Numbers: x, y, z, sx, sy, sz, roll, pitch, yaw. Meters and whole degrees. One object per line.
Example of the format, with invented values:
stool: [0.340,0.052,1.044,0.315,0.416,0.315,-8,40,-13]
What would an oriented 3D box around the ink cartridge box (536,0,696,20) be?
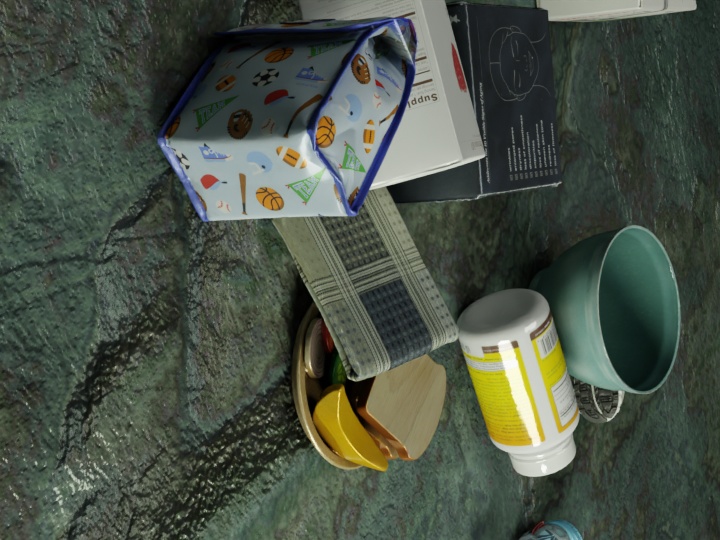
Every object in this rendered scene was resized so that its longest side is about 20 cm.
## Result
ink cartridge box: [0.331,-0.370,1.980,0.199,0.144,0.085,-14,100,-56]

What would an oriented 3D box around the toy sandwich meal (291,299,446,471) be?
toy sandwich meal: [0.009,0.106,1.502,0.204,0.070,0.208,8,81,-57]

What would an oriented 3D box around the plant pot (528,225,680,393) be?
plant pot: [0.286,0.051,1.877,0.199,0.133,0.203,7,81,-50]

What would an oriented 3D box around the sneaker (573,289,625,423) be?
sneaker: [0.313,0.095,1.994,0.079,0.073,0.203,1,91,-68]

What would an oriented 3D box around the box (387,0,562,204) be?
box: [0.117,-0.180,1.649,0.196,0.123,0.203,-11,97,-59]

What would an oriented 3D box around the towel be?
towel: [0.000,0.000,1.486,0.192,0.034,0.202,-18,81,-54]

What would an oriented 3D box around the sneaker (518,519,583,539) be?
sneaker: [0.219,0.401,1.820,0.095,0.079,0.202,7,73,-47]

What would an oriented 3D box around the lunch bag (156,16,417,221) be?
lunch bag: [-0.056,-0.151,1.335,0.201,0.168,0.125,-61,140,-38]

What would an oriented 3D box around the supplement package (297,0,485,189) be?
supplement package: [0.031,-0.188,1.467,0.121,0.119,0.202,-25,100,-74]

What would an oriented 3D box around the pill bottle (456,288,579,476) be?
pill bottle: [0.185,0.130,1.741,0.109,0.108,0.202,-47,126,-48]
